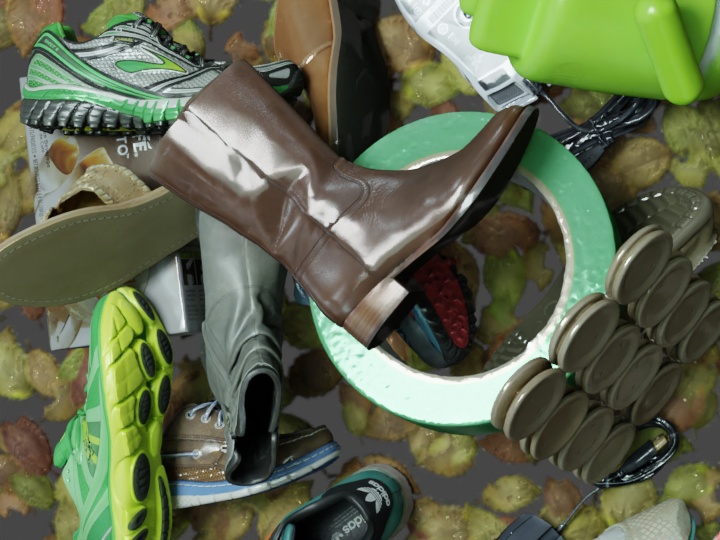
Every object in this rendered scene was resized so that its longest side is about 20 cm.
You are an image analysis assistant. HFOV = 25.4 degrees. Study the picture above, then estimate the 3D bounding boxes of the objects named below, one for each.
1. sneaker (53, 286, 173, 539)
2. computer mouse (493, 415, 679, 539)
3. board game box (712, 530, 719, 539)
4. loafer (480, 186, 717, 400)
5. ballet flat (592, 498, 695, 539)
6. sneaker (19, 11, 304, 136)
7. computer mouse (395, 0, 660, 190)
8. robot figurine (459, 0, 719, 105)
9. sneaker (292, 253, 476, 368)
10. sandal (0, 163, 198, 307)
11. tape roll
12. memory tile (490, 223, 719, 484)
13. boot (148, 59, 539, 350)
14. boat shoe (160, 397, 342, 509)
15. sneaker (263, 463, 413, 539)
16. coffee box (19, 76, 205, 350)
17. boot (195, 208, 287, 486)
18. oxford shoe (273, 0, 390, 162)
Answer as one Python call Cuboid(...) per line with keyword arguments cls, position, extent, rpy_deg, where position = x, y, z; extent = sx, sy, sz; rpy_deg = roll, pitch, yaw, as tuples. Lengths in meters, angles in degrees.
Cuboid(cls="sneaker", position=(-0.178, 0.111, 1.107), extent=(0.083, 0.074, 0.201), rpy_deg=(7, 100, 27))
Cuboid(cls="computer mouse", position=(0.137, 0.172, 1.080), extent=(0.059, 0.034, 0.200), rpy_deg=(44, 104, 16))
Cuboid(cls="board game box", position=(0.283, 0.260, 1.018), extent=(0.200, 0.046, 0.152), rpy_deg=(40, 103, 16))
Cuboid(cls="loafer", position=(0.162, 0.029, 1.053), extent=(0.200, 0.067, 0.076), rpy_deg=(-45, 31, 4))
Cuboid(cls="ballet flat", position=(0.143, 0.226, 1.054), extent=(0.062, 0.067, 0.201), rpy_deg=(29, 103, -18))
Cuboid(cls="sneaker", position=(-0.135, -0.134, 1.079), extent=(0.199, 0.078, 0.086), rpy_deg=(3, 89, 11))
Cuboid(cls="computer mouse", position=(0.102, -0.151, 1.089), extent=(0.110, 0.044, 0.200), rpy_deg=(-42, 82, 20))
Cuboid(cls="robot figurine", position=(0.166, -0.168, 0.999), extent=(0.199, 0.176, 0.116), rpy_deg=(7, 126, -11))
Cuboid(cls="sneaker", position=(0.000, 0.000, 1.120), extent=(0.200, 0.079, 0.096), rpy_deg=(51, 119, 20))
Cuboid(cls="sandal", position=(-0.163, -0.042, 1.091), extent=(0.211, 0.078, 0.070), rpy_deg=(-20, 49, -16))
Cuboid(cls="tape roll", position=(0.067, 0.002, 1.015), extent=(0.199, 0.048, 0.202), rpy_deg=(-4, 76, 17))
Cuboid(cls="memory tile", position=(0.157, 0.056, 0.977), extent=(0.017, 0.200, 0.154), rpy_deg=(38, 92, 30))
Cuboid(cls="boot", position=(-0.016, -0.080, 0.988), extent=(0.200, 0.064, 0.187), rpy_deg=(40, 94, 14))
Cuboid(cls="boat shoe", position=(-0.110, 0.130, 1.151), extent=(0.199, 0.072, 0.073), rpy_deg=(-15, 86, 20))
Cuboid(cls="sneaker", position=(-0.051, 0.211, 1.125), extent=(0.200, 0.080, 0.071), rpy_deg=(-47, 75, 15))
Cuboid(cls="coffee box", position=(-0.172, -0.048, 1.170), extent=(0.114, 0.080, 0.201), rpy_deg=(-7, 88, 18))
Cuboid(cls="boot", position=(-0.069, 0.034, 1.054), extent=(0.067, 0.131, 0.201), rpy_deg=(-3, 124, -12))
Cuboid(cls="oxford shoe", position=(-0.025, -0.142, 1.112), extent=(0.071, 0.071, 0.201), rpy_deg=(-16, 63, 25))
